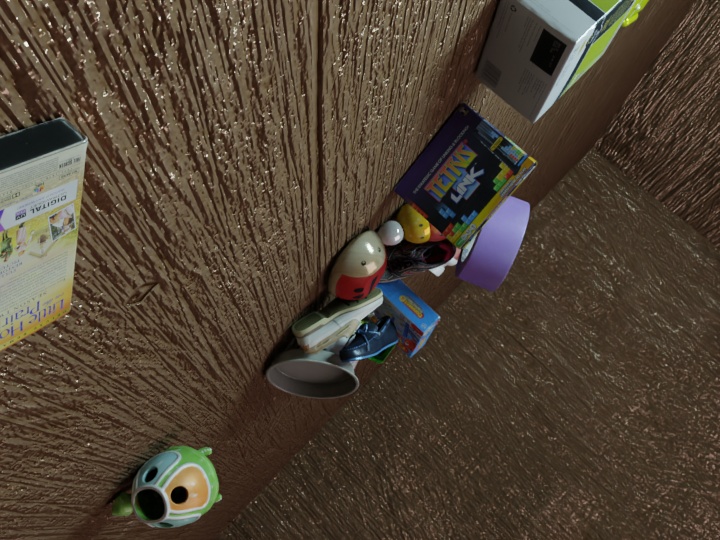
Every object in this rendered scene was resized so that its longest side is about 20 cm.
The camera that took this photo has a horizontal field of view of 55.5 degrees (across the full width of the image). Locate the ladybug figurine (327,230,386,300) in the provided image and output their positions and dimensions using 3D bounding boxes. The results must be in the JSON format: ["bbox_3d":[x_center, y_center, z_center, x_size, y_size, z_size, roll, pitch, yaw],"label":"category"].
[{"bbox_3d":[0.000,0.000,1.328,0.136,0.072,0.200,-43,168,-20],"label":"ladybug figurine"}]

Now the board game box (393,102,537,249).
[{"bbox_3d":[0.184,-0.166,1.214,0.200,0.165,0.057,-51,169,18],"label":"board game box"}]

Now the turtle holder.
[{"bbox_3d":[-0.357,0.393,1.241,0.132,0.185,0.141,-18,117,-67],"label":"turtle holder"}]

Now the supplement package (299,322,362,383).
[{"bbox_3d":[-0.068,0.182,1.575,0.110,0.114,0.200,-41,165,-30],"label":"supplement package"}]

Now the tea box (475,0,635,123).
[{"bbox_3d":[0.303,-0.374,1.042,0.197,0.134,0.200,-43,168,-17],"label":"tea box"}]

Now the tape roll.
[{"bbox_3d":[0.274,-0.064,1.431,0.200,0.085,0.200,-159,-90,-90],"label":"tape roll"}]

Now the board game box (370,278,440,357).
[{"bbox_3d":[0.077,0.089,1.576,0.056,0.200,0.196,-42,166,-20],"label":"board game box"}]

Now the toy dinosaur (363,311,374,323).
[{"bbox_3d":[-0.004,0.078,1.523,0.047,0.088,0.200,-30,173,-5],"label":"toy dinosaur"}]

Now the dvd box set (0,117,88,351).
[{"bbox_3d":[-0.267,-0.003,0.479,0.146,0.029,0.200,-37,163,-43],"label":"dvd box set"}]

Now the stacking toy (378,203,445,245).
[{"bbox_3d":[0.124,-0.099,1.385,0.200,0.146,0.146,-26,162,-18],"label":"stacking toy"}]

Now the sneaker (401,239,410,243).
[{"bbox_3d":[0.096,-0.042,1.566,0.105,0.075,0.200,13,154,-34],"label":"sneaker"}]

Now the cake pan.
[{"bbox_3d":[-0.101,0.220,1.465,0.200,0.200,0.037,114,-15,-57],"label":"cake pan"}]

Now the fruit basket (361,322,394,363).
[{"bbox_3d":[0.021,0.173,1.826,0.216,0.155,0.216,-60,180,0],"label":"fruit basket"}]

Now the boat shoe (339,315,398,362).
[{"bbox_3d":[0.009,0.143,1.446,0.084,0.069,0.200,-11,-176,26],"label":"boat shoe"}]

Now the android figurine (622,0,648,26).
[{"bbox_3d":[0.687,-0.676,1.654,0.200,0.041,0.182,-39,166,-42],"label":"android figurine"}]

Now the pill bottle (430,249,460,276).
[{"bbox_3d":[0.238,-0.086,1.789,0.200,0.112,0.112,-50,168,10],"label":"pill bottle"}]

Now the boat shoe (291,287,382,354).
[{"bbox_3d":[-0.040,0.101,1.395,0.200,0.068,0.075,-26,-156,-11],"label":"boat shoe"}]

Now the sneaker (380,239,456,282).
[{"bbox_3d":[0.104,-0.027,1.451,0.200,0.081,0.075,-20,-172,12],"label":"sneaker"}]
